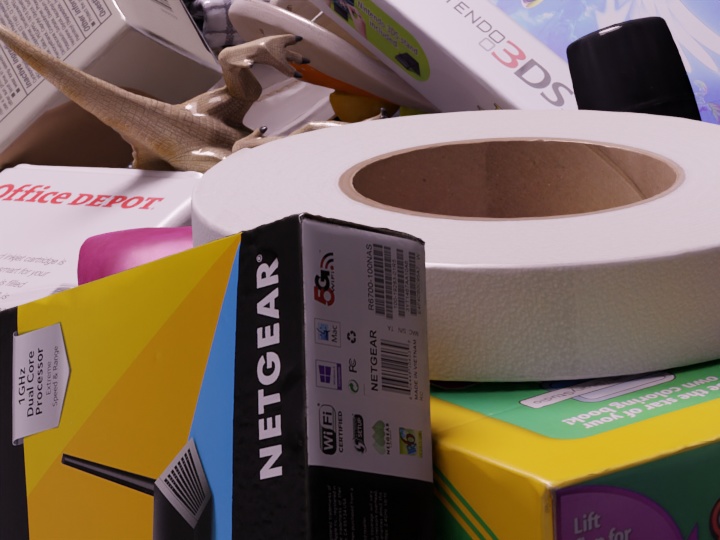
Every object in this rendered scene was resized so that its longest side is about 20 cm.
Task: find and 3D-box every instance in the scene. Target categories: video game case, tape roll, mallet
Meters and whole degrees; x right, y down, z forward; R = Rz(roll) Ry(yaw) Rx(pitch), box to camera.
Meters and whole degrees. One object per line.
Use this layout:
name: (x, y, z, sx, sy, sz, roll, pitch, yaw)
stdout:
video game case: (0.110, -0.123, 1.187, 0.200, 0.045, 0.181, -38, 64, -23)
tape roll: (0.047, -0.012, 0.931, 0.202, 0.037, 0.203, -1, 16, 0)
mallet: (0.047, -0.025, 1.115, 0.200, 0.066, 0.041, -31, -13, 39)

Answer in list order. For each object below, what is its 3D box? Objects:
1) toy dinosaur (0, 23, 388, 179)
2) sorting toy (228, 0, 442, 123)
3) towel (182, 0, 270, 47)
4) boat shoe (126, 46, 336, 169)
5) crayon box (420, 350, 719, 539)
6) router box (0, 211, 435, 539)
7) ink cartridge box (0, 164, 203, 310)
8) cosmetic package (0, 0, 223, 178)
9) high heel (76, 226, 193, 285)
toy dinosaur: (-0.057, -0.050, 1.178, 0.101, 0.200, 0.058, -23, 49, 44)
sorting toy: (0.083, -0.108, 1.246, 0.180, 0.107, 0.200, 24, 57, 39)
towel: (-0.033, -0.170, 1.411, 0.165, 0.086, 0.200, -8, 19, -15)
boat shoe: (-0.091, -0.075, 1.369, 0.200, 0.069, 0.071, -23, 22, 4)
crayon box: (0.079, 0.046, 0.898, 0.200, 0.058, 0.172, -13, 19, -34)
router box: (-0.045, 0.099, 0.827, 0.149, 0.051, 0.200, -18, 69, 45)
ink cartridge box: (-0.146, 0.050, 1.168, 0.145, 0.084, 0.200, 5, 40, 47)
cosmetic package: (-0.166, -0.064, 1.303, 0.200, 0.071, 0.105, -41, 57, 18)
high heel: (0.000, 0.000, 1.085, 0.200, 0.067, 0.096, -17, 44, -15)
